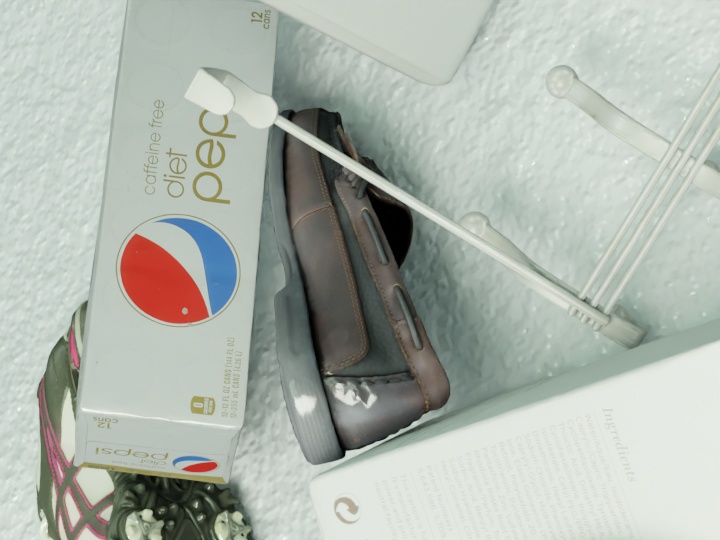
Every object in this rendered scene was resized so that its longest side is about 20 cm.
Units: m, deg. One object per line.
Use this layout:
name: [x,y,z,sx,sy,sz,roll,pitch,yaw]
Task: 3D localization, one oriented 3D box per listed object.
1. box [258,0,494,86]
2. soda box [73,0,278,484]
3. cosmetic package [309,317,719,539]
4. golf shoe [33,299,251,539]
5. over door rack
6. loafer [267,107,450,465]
box: [-0.042,-0.210,0.953,0.200,0.199,0.172,34,99,43]
soda box: [-0.077,-0.016,0.978,0.068,0.064,0.201,7,62,-6]
cosmetic package: [0.092,0.069,0.836,0.199,0.102,0.074,-20,90,32]
golf shoe: [-0.096,0.112,1.004,0.088,0.077,0.201,-39,52,43]
over door rack: [0.056,-0.082,0.885,0.199,0.067,0.148,30,99,-7]
loafer: [0.000,0.000,0.934,0.063,0.072,0.201,-13,37,7]
